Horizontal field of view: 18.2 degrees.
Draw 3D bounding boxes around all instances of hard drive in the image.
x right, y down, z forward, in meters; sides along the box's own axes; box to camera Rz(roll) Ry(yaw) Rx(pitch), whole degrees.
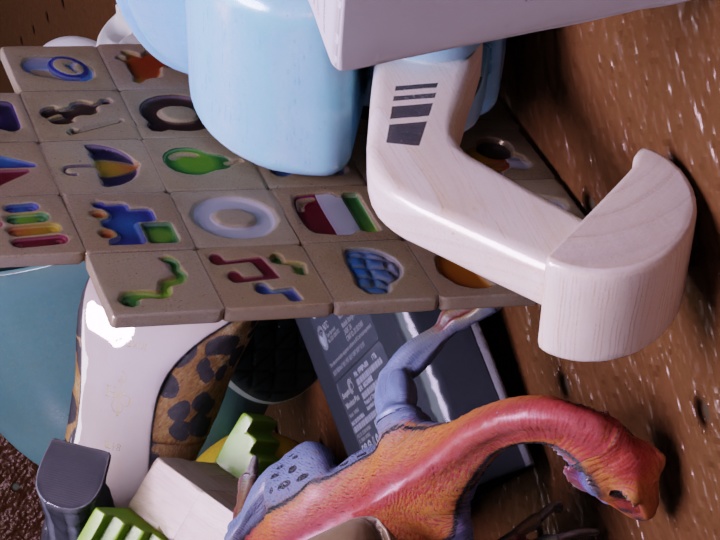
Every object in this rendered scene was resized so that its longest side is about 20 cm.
[{"bbox_3d":[0.000,0.000,0.888,0.140,0.033,0.200,131,119,-70],"label":"hard drive"}]

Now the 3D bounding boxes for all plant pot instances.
[{"bbox_3d":[-0.128,0.018,1.189,0.201,0.200,0.161,-128,18,-62],"label":"plant pot"}]

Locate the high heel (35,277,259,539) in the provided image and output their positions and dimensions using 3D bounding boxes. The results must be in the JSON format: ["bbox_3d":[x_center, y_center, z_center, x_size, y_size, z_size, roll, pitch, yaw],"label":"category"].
[{"bbox_3d":[-0.087,0.053,0.990,0.143,0.071,0.200,92,-158,-58],"label":"high heel"}]

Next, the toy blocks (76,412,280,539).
[{"bbox_3d":[-0.013,0.139,0.949,0.137,0.100,0.200,33,-173,23],"label":"toy blocks"}]

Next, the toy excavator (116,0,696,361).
[{"bbox_3d":[0.008,-0.061,0.692,0.100,0.194,0.200,91,-171,-45],"label":"toy excavator"}]

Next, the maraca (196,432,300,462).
[{"bbox_3d":[-0.050,0.159,1.154,0.200,0.107,0.137,98,163,-56],"label":"maraca"}]

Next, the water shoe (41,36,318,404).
[{"bbox_3d":[-0.093,-0.020,1.033,0.200,0.071,0.079,54,173,-17],"label":"water shoe"}]

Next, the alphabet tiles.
[{"bbox_3d":[-0.034,-0.032,0.715,0.167,0.199,0.006,-122,35,-52],"label":"alphabet tiles"}]

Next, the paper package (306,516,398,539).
[{"bbox_3d":[-0.026,0.203,0.742,0.191,0.200,0.104,48,-146,-20],"label":"paper package"}]

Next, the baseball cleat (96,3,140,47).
[{"bbox_3d":[-0.037,-0.032,0.835,0.200,0.070,0.107,57,171,51],"label":"baseball cleat"}]

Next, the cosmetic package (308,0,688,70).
[{"bbox_3d":[0.015,-0.162,0.594,0.085,0.107,0.200,95,160,-54],"label":"cosmetic package"}]

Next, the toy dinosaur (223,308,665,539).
[{"bbox_3d":[0.016,0.089,0.738,0.105,0.200,0.181,50,159,0],"label":"toy dinosaur"}]
